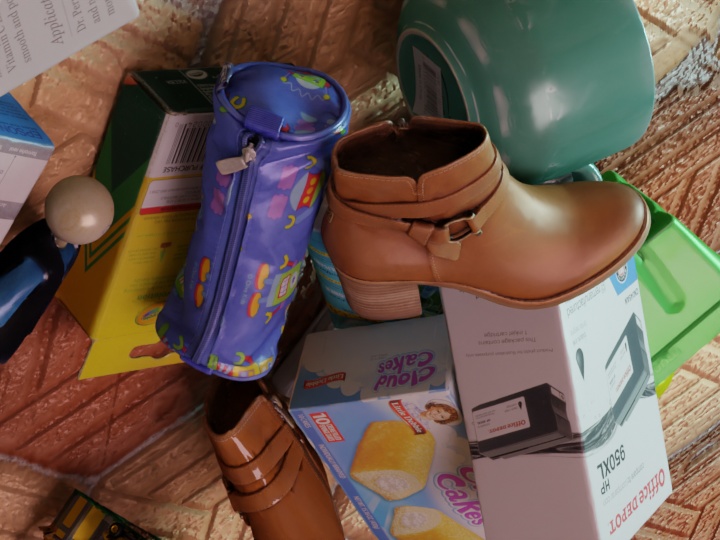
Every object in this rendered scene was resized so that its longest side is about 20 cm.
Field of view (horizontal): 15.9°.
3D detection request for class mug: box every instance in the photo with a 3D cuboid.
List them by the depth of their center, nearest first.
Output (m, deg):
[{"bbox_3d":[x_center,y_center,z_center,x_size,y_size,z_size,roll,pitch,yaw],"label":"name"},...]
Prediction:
[{"bbox_3d":[0.098,-0.113,1.589,0.114,0.185,0.152,-23,176,-22],"label":"mug"}]

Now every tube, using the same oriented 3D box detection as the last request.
[{"bbox_3d":[0.000,0.000,1.655,0.050,0.077,0.200,-62,158,-20],"label":"tube"}]

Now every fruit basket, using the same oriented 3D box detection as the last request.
[{"bbox_3d":[0.177,0.055,1.846,0.216,0.156,0.216,-12,120,-23],"label":"fruit basket"}]

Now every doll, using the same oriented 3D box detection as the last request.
[{"bbox_3d":[-0.204,0.019,1.502,0.200,0.048,0.136,-54,-177,30],"label":"doll"}]

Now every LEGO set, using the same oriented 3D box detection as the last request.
[{"bbox_3d":[-0.150,0.244,1.739,0.116,0.154,0.200,-56,156,-5],"label":"LEGO set"}]

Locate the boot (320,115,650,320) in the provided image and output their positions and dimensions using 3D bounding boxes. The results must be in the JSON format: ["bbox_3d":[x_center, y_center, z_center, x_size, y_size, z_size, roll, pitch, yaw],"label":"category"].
[{"bbox_3d":[0.076,-0.041,1.503,0.200,0.074,0.155,-16,147,-6],"label":"boot"}]

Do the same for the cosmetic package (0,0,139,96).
[{"bbox_3d":[-0.241,-0.169,1.213,0.200,0.165,0.165,-32,143,-17],"label":"cosmetic package"}]

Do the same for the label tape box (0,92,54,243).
[{"bbox_3d":[-0.279,-0.015,1.424,0.144,0.063,0.200,10,119,-48],"label":"label tape box"}]

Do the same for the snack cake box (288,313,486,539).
[{"bbox_3d":[0.048,0.119,1.719,0.115,0.067,0.200,-8,137,25],"label":"snack cake box"}]

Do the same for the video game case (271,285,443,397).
[{"bbox_3d":[0.052,0.029,1.828,0.200,0.022,0.182,18,113,-50],"label":"video game case"}]

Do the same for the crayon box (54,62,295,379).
[{"bbox_3d":[-0.109,-0.030,1.583,0.127,0.051,0.200,-6,130,-41],"label":"crayon box"}]

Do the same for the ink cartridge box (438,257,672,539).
[{"bbox_3d":[0.129,0.077,1.665,0.145,0.084,0.200,-32,114,-61],"label":"ink cartridge box"}]

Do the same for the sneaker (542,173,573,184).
[{"bbox_3d":[0.085,-0.083,1.701,0.200,0.076,0.091,-35,120,-32],"label":"sneaker"}]

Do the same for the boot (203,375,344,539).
[{"bbox_3d":[-0.053,0.163,1.692,0.074,0.200,0.155,-24,122,1],"label":"boot"}]

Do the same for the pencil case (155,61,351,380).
[{"bbox_3d":[-0.066,-0.028,1.515,0.087,0.078,0.200,-47,159,-53],"label":"pencil case"}]
